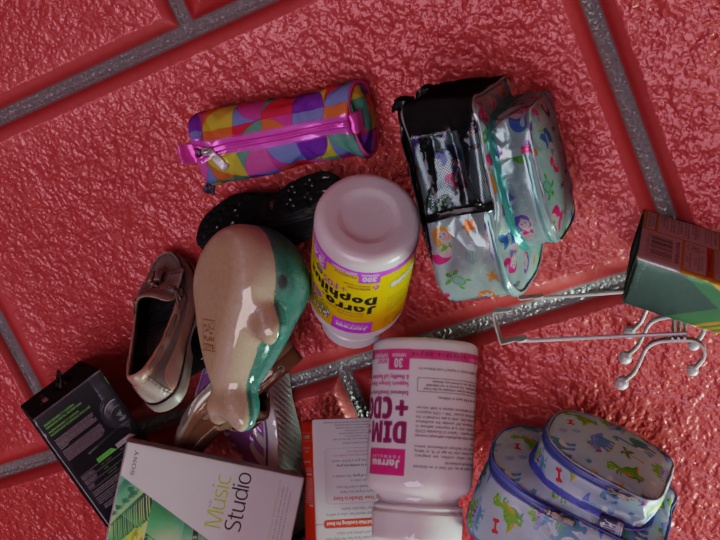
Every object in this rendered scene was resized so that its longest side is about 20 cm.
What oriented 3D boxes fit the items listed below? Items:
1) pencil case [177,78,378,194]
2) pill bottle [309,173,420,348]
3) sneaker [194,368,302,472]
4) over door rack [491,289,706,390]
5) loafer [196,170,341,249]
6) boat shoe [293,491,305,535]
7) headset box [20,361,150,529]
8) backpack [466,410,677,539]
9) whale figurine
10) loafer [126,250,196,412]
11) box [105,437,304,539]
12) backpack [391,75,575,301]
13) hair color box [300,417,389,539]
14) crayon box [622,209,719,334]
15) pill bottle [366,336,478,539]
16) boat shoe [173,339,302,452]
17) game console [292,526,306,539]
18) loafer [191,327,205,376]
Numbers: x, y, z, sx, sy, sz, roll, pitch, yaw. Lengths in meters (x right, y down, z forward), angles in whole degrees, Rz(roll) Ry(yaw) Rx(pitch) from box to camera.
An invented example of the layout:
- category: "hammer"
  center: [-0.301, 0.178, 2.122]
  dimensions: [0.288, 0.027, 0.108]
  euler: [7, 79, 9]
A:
- category: "pencil case"
  center: [-0.081, -0.138, 1.244]
  dimensions: [0.197, 0.089, 0.090]
  euler: [-11, 109, 18]
- category: "pill bottle"
  center: [0.000, 0.000, 1.230]
  dimensions: [0.103, 0.105, 0.201]
  euler: [20, 149, 8]
- category: "sneaker"
  center: [-0.132, 0.184, 1.406]
  dimensions: [0.113, 0.073, 0.204]
  euler: [-3, 99, 21]
- category: "over door rack"
  center: [0.235, 0.056, 1.196]
  dimensions: [0.197, 0.148, 0.068]
  euler: [7, 109, 13]
- category: "loafer"
  center: [-0.089, -0.049, 1.293]
  dimensions: [0.198, 0.069, 0.070]
  euler: [-14, 143, 33]
- category: "boat shoe"
  center: [-0.021, 0.278, 1.428]
  dimensions: [0.197, 0.074, 0.063]
  euler: [-17, 150, 17]
- category: "headset box"
  center: [-0.297, 0.204, 1.399]
  dimensions: [0.092, 0.174, 0.201]
  euler: [-37, 100, -17]
- category: "backpack"
  center: [0.221, 0.232, 1.258]
  dimensions: [0.198, 0.183, 0.149]
  euler: [20, 108, 16]
- category: "whale figurine"
  center: [-0.106, 0.057, 1.225]
  dimensions: [0.158, 0.103, 0.203]
  euler: [0, 87, 57]
- category: "loafer"
  center: [-0.213, 0.051, 1.301]
  dimensions: [0.071, 0.202, 0.063]
  euler: [-23, 136, 21]
- category: "box"
  center: [-0.171, 0.272, 1.316]
  dimensions: [0.197, 0.036, 0.147]
  euler: [12, 87, -8]
- category: "backpack"
  center: [0.122, -0.075, 1.157]
  dimensions: [0.148, 0.177, 0.203]
  euler: [-2, 105, 20]
- category: "hair color box"
  center: [-0.004, 0.262, 1.331]
  dimensions: [0.109, 0.064, 0.203]
  euler: [0, 81, -15]
- category: "crayon box"
  center: [0.352, 0.015, 1.153]
  dimensions: [0.197, 0.126, 0.052]
  euler: [18, 117, 9]
- category: "pill bottle"
  center: [0.063, 0.175, 1.270]
  dimensions: [0.112, 0.113, 0.203]
  euler: [0, 81, 17]
- category: "boat shoe"
  center: [-0.134, 0.142, 1.321]
  dimensions: [0.072, 0.076, 0.201]
  euler: [40, 117, 6]
- category: "game console"
  center: [-0.080, 0.362, 1.451]
  dimensions: [0.171, 0.119, 0.201]
  euler: [-36, 129, -2]
- category: "loafer"
  center: [-0.166, 0.059, 1.360]
  dimensions: [0.198, 0.071, 0.073]
  euler: [-24, 126, 7]
